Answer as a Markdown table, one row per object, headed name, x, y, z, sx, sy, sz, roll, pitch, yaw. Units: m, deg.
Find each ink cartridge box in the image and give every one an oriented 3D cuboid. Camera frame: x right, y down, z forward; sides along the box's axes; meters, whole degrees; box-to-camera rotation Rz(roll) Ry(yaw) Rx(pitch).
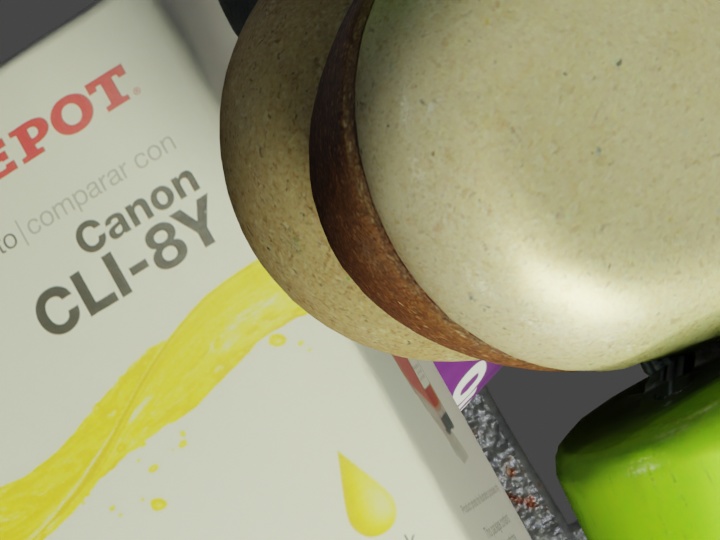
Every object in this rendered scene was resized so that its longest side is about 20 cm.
| name | x | y | z | sx | sy | sz | roll | pitch | yaw |
| --- | --- | --- | --- | --- | --- | --- | --- | --- | --- |
| ink cartridge box | -0.054 | 0.051 | 0.700 | 0.145 | 0.201 | 0.083 | -31 | 175 | 10 |

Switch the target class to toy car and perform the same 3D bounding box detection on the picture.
| name | x | y | z | sx | sy | sz | roll | pitch | yaw |
| --- | --- | --- | --- | --- | --- | --- | --- | --- | --- |
| toy car | 0.034 | -0.037 | 0.589 | 0.157 | 0.165 | 0.200 | -30 | -172 | -24 |

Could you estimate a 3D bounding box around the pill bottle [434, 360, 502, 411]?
| name | x | y | z | sx | sy | sz | roll | pitch | yaw |
| --- | --- | --- | --- | --- | --- | --- | --- | --- | --- |
| pill bottle | 0.000 | 0.000 | 0.945 | 0.200 | 0.113 | 0.112 | -45 | -175 | -28 |
